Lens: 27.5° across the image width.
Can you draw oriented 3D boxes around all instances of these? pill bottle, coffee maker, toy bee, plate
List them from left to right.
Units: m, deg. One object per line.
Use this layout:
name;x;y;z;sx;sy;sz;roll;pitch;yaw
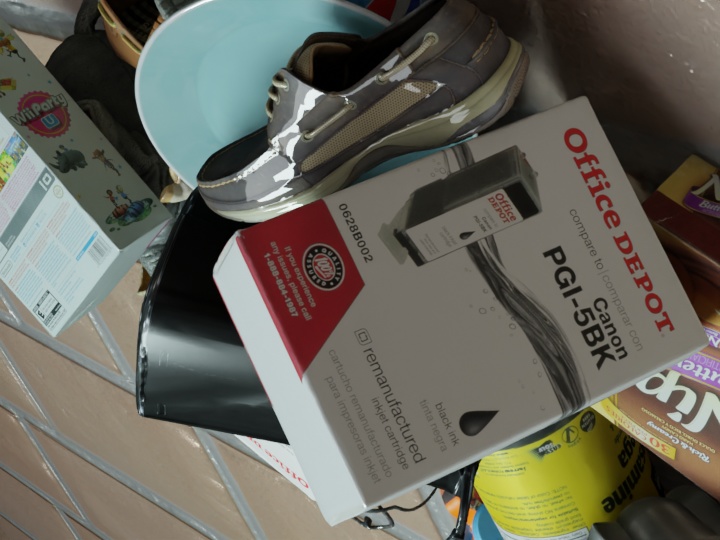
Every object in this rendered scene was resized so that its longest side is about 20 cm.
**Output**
plate;-0.030;-0.089;0.840;0.200;0.026;0.200;10;143;7
coffee maker;-0.023;0.047;0.831;0.200;0.192;0.135;12;115;1
toy bee;0.106;0.170;1.118;0.200;0.109;0.131;31;154;-24
pill bottle;0.136;0.136;0.979;0.112;0.112;0.200;12;137;53

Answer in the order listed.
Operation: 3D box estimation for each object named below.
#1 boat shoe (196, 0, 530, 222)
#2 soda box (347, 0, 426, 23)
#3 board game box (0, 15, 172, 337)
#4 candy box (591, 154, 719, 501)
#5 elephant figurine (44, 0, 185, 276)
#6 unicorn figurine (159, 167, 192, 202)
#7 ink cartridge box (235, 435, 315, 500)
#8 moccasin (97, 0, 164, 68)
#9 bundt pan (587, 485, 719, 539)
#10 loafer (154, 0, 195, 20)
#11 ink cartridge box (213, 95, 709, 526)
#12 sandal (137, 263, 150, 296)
boat shoe;-0.010;-0.090;0.766;0.200;0.075;0.073;-23;118;28
soda box;-0.001;-0.164;0.827;0.068;0.064;0.200;38;154;22
board game box;-0.249;-0.068;1.089;0.200;0.064;0.148;48;138;1
candy box;0.198;0.042;0.811;0.117;0.056;0.200;36;154;24
elephant figurine;-0.167;-0.090;1.132;0.200;0.142;0.155;36;168;38
unicorn figurine;-0.067;-0.029;1.063;0.074;0.137;0.200;17;118;54
ink cartridge box;-0.063;0.088;1.266;0.145;0.084;0.200;36;152;26
moccasin;-0.116;-0.164;1.017;0.201;0.074;0.078;38;163;44
bundt pan;0.192;0.216;0.927;0.076;0.202;0.202;56;169;51
loafer;-0.095;-0.183;0.922;0.200;0.075;0.070;59;-179;41
ink cartridge box;0.049;0.018;0.735;0.147;0.200;0.083;64;161;8
sandal;-0.183;-0.008;1.342;0.078;0.070;0.212;5;131;57
